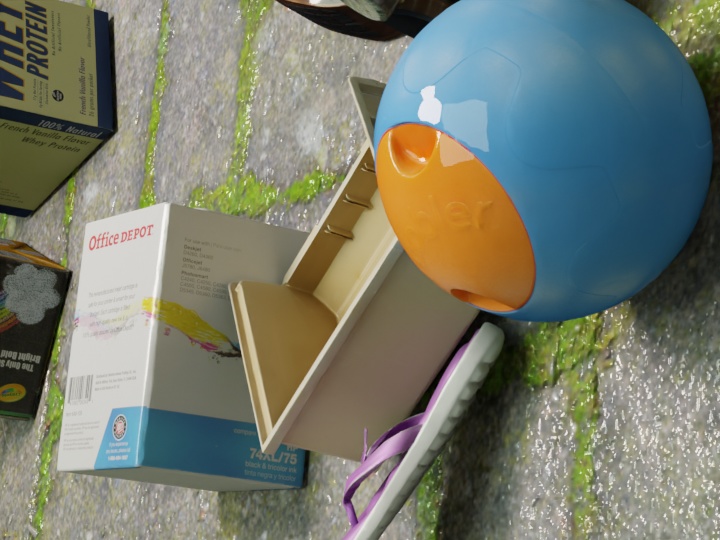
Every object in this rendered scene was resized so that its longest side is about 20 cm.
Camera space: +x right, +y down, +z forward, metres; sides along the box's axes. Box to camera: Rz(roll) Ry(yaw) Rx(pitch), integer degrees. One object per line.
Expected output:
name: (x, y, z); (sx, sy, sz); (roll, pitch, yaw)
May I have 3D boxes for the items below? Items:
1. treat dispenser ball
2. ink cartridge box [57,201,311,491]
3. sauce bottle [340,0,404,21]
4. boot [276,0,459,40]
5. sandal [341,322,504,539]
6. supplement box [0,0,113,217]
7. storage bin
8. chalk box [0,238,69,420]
treat dispenser ball: (0.107, -0.070, 1.246); (0.201, 0.200, 0.202); (-25, 59, 53)
ink cartridge box: (-0.132, 0.063, 1.637); (0.147, 0.145, 0.201); (-10, 72, 57)
sauce bottle: (0.050, -0.270, 1.484); (0.200, 0.065, 0.065); (-54, 32, -5)
boot: (0.014, -0.228, 1.582); (0.200, 0.075, 0.097); (13, 82, 49)
sandal: (0.026, 0.116, 1.403); (0.203, 0.050, 0.082); (-56, -7, -5)
supplement box: (-0.372, -0.168, 2.046); (0.200, 0.199, 0.135); (-37, 51, 48)
storage bin: (0.000, 0.000, 1.480); (0.200, 0.093, 0.199); (-58, 29, 30)
chalk box: (-0.383, 0.071, 2.059); (0.124, 0.124, 0.201); (25, 101, 58)
